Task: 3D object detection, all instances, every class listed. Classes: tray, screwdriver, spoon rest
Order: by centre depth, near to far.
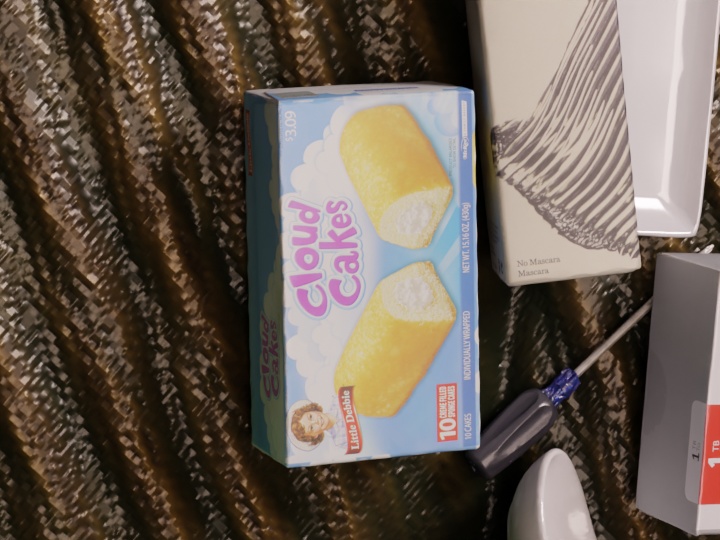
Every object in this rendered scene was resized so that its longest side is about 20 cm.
[{"bbox_3d":[0.154,-0.121,1.502,0.107,0.022,0.202,2,98,-20],"label":"tray"},{"bbox_3d":[0.127,0.200,1.517,0.060,0.099,0.201,-4,110,17],"label":"spoon rest"},{"bbox_3d":[0.136,0.048,1.523,0.200,0.028,0.029,-45,139,-9],"label":"screwdriver"}]

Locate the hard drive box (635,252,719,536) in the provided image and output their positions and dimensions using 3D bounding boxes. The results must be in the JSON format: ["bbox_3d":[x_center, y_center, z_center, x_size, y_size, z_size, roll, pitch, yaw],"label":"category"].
[{"bbox_3d":[0.271,0.072,1.540,0.199,0.077,0.157,0,99,-23],"label":"hard drive box"}]

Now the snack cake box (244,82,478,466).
[{"bbox_3d":[0.000,0.000,1.436,0.114,0.067,0.202,-5,100,-19],"label":"snack cake box"}]

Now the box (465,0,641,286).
[{"bbox_3d":[0.105,-0.097,1.444,0.082,0.068,0.202,-8,99,-2],"label":"box"}]
